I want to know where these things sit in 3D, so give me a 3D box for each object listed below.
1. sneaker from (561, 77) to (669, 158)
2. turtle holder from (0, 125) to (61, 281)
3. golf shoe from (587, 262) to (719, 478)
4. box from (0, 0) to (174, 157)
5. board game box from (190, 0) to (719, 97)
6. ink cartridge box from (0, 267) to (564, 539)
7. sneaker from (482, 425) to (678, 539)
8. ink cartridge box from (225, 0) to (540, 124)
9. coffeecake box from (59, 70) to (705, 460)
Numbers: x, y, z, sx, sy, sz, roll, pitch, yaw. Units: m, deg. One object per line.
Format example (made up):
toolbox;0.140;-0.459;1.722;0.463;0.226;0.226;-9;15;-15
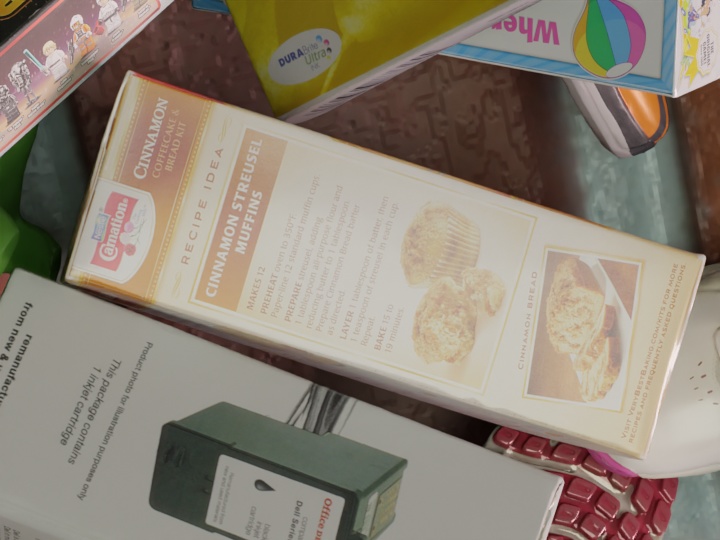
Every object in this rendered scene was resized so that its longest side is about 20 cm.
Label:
sneaker;0.100;-0.145;0.954;0.111;0.078;0.201;-19;106;5
turtle holder;-0.180;-0.008;0.933;0.131;0.141;0.187;21;111;4
golf shoe;0.175;0.019;1.022;0.199;0.092;0.076;-24;86;-14
box;-0.155;-0.083;0.887;0.200;0.137;0.040;-44;141;-20
board game box;0.029;-0.142;0.911;0.034;0.199;0.136;-23;121;-51
ink cartridge box;-0.042;0.095;0.937;0.199;0.146;0.085;21;66;3
sneaker;0.050;0.127;1.052;0.080;0.075;0.201;34;81;-6
ink cartridge box;0.011;-0.174;0.865;0.197;0.047;0.201;-24;92;40
coffeecake box;0.000;0.000;0.943;0.199;0.153;0.074;17;87;-7
